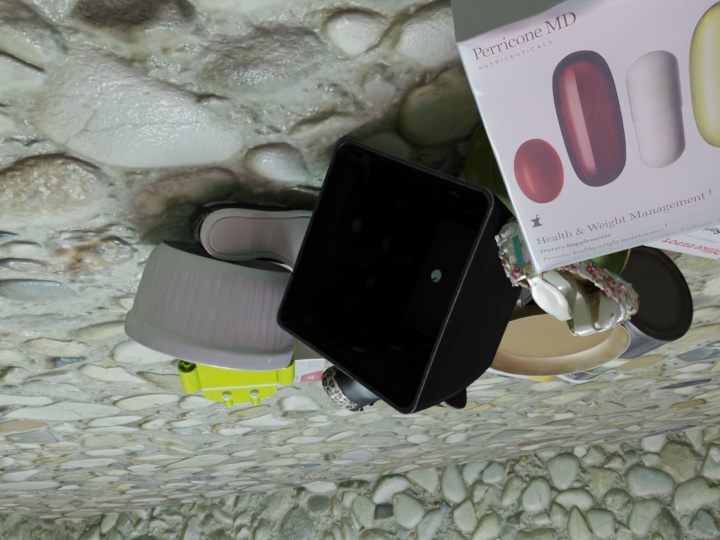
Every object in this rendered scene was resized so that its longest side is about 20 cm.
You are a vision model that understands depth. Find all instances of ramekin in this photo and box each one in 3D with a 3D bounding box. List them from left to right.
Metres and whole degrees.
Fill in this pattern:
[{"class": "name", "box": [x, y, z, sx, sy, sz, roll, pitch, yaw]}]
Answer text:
[{"class": "ramekin", "box": [-0.165, 0.035, 0.778, 0.194, 0.108, 0.200, 13, -176, -1]}]

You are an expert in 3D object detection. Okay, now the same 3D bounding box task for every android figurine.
[{"class": "android figurine", "box": [-0.190, 0.158, 1.043, 0.176, 0.042, 0.202, -2, 142, -9]}]

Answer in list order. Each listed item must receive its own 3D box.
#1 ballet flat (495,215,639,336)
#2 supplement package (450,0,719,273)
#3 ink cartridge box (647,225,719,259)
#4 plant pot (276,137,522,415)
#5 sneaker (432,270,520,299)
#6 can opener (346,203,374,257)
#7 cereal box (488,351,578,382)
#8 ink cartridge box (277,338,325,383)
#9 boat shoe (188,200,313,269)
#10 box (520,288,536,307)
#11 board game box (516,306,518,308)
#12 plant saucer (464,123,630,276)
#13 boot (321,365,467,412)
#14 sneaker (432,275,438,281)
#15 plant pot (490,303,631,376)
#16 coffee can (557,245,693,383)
[{"class": "ballet flat", "box": [0.186, 0.021, 0.597, 0.197, 0.065, 0.075, 28, 141, -33]}, {"class": "supplement package", "box": [0.176, -0.138, 0.452, 0.187, 0.150, 0.202, -16, 132, 19]}, {"class": "ink cartridge box", "box": [0.421, -0.098, 0.742, 0.142, 0.087, 0.200, 7, 151, -25]}, {"class": "plant pot", "box": [0.063, 0.010, 0.684, 0.197, 0.205, 0.175, 27, -172, 40]}, {"class": "sneaker", "box": [0.153, 0.021, 0.929, 0.197, 0.076, 0.084, 17, 138, -41]}, {"class": "can opener", "box": [0.000, 0.000, 0.795, 0.065, 0.053, 0.203, -15, 129, -1]}, {"class": "cereal box", "box": [0.207, 0.106, 0.970, 0.194, 0.040, 0.145, 10, 150, -5]}, {"class": "ink cartridge box", "box": [-0.161, 0.144, 1.134, 0.194, 0.069, 0.117, -1, 153, -8]}, {"class": "boat shoe", "box": [-0.100, -0.040, 0.769, 0.196, 0.076, 0.060, 0, -161, -38]}, {"class": "box", "box": [0.236, -0.051, 0.762, 0.058, 0.120, 0.201, -2, 154, -15]}, {"class": "board game box", "box": [0.243, 0.091, 1.172, 0.094, 0.031, 0.197, -27, 150, 38]}, {"class": "plant saucer", "box": [0.187, -0.069, 0.666, 0.031, 0.201, 0.201, -33, 167, -26]}, {"class": "boot", "box": [0.052, 0.168, 0.985, 0.148, 0.075, 0.198, -22, 148, 38]}, {"class": "sneaker", "box": [0.062, -0.005, 0.901, 0.117, 0.073, 0.204, -37, 143, -28]}, {"class": "plant pot", "box": [0.242, 0.088, 0.860, 0.194, 0.028, 0.202, 2, 151, 1]}, {"class": "coffee can", "box": [0.371, 0.069, 1.008, 0.142, 0.150, 0.200, 3, 154, -20]}]
